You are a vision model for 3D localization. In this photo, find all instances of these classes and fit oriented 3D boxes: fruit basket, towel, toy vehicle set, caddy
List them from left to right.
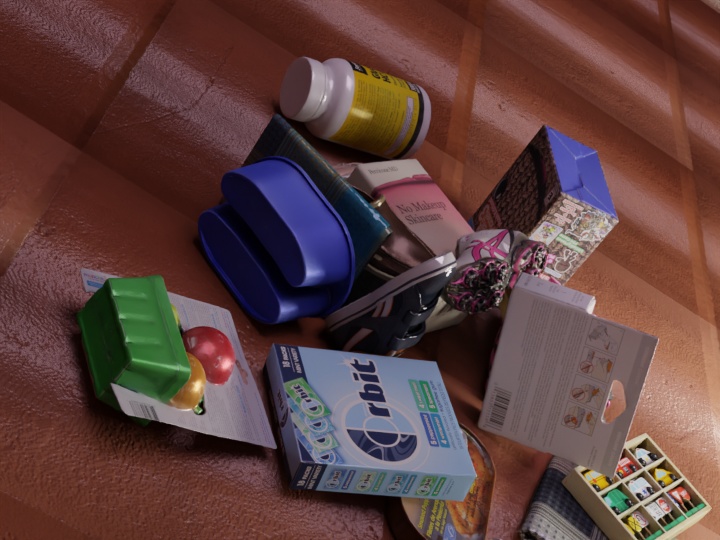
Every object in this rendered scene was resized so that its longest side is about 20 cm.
[{"bbox_3d":[-0.184,0.092,1.315,0.199,0.094,0.186,26,31,-47],"label":"fruit basket"},{"bbox_3d":[-0.089,-0.035,1.491,0.104,0.142,0.201,-15,61,-48],"label":"caddy"},{"bbox_3d":[-0.066,-0.065,1.545,0.200,0.147,0.022,46,31,14],"label":"towel"},{"bbox_3d":[0.282,0.318,1.535,0.199,0.035,0.193,38,29,3],"label":"towel"},{"bbox_3d":[0.337,0.273,1.596,0.125,0.027,0.199,50,32,21],"label":"toy vehicle set"}]

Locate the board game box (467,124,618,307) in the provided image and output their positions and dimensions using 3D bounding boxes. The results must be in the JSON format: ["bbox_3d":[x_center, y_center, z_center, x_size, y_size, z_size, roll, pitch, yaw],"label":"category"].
[{"bbox_3d":[0.243,-0.065,1.800,0.096,0.201,0.160,23,35,-21],"label":"board game box"}]

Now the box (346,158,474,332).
[{"bbox_3d":[0.062,-0.031,1.666,0.127,0.109,0.201,-11,57,-49],"label":"box"}]

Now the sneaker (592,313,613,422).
[{"bbox_3d":[0.292,0.144,1.728,0.086,0.080,0.201,43,39,-14],"label":"sneaker"}]

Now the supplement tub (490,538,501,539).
[{"bbox_3d":[0.175,0.366,1.255,0.199,0.145,0.145,37,32,-2],"label":"supplement tub"}]

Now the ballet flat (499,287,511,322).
[{"bbox_3d":[0.200,0.025,1.644,0.068,0.064,0.201,-10,35,-11],"label":"ballet flat"}]

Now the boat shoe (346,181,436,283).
[{"bbox_3d":[0.013,-0.051,1.548,0.201,0.075,0.075,31,45,15],"label":"boat shoe"}]

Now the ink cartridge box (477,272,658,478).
[{"bbox_3d":[0.239,0.122,1.521,0.172,0.202,0.044,19,30,14],"label":"ink cartridge box"}]

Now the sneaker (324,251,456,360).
[{"bbox_3d":[0.047,0.048,1.475,0.078,0.199,0.080,-22,83,-45],"label":"sneaker"}]

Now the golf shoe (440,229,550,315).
[{"bbox_3d":[0.139,-0.003,1.557,0.092,0.073,0.199,27,26,29],"label":"golf shoe"}]

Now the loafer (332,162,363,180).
[{"bbox_3d":[-0.041,-0.113,1.707,0.199,0.072,0.063,-13,51,-48],"label":"loafer"}]

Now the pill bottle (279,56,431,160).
[{"bbox_3d":[-0.008,-0.229,1.835,0.198,0.113,0.113,13,40,-34],"label":"pill bottle"}]

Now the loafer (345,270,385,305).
[{"bbox_3d":[0.000,0.000,1.606,0.200,0.072,0.063,48,30,20],"label":"loafer"}]

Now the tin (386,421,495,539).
[{"bbox_3d":[0.087,0.238,1.427,0.112,0.042,0.201,37,33,-10],"label":"tin"}]

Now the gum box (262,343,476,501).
[{"bbox_3d":[0.007,0.159,1.393,0.198,0.045,0.171,8,38,-22],"label":"gum box"}]

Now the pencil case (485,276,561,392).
[{"bbox_3d":[0.212,0.091,1.677,0.091,0.093,0.201,42,32,-16],"label":"pencil case"}]
